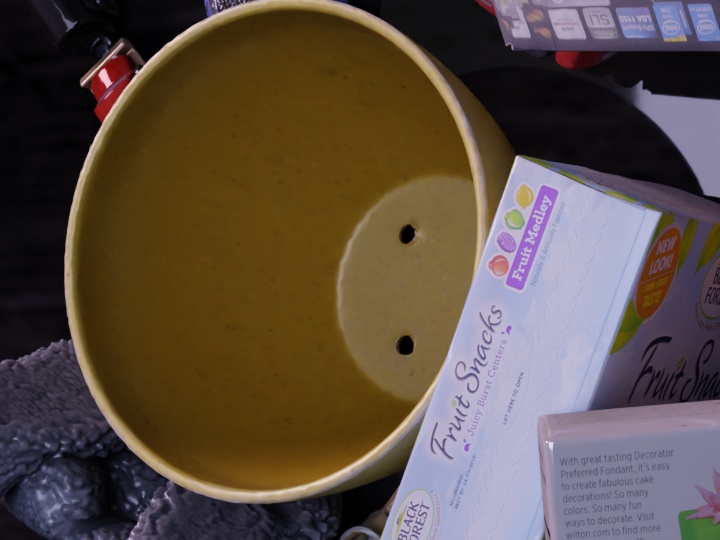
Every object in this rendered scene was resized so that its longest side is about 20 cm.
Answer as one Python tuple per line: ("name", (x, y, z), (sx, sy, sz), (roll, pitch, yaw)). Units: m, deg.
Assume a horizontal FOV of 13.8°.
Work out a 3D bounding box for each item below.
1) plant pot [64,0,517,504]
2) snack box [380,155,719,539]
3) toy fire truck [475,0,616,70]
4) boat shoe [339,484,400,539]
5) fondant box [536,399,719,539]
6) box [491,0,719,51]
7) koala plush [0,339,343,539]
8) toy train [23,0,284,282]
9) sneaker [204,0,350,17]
("plant pot", (0.000, 0.000, 1.229), (0.199, 0.142, 0.201), (-5, 80, 32))
("snack box", (0.092, 0.049, 1.166), (0.067, 0.200, 0.169), (22, 96, 21))
("toy fire truck", (0.046, -0.190, 1.235), (0.200, 0.049, 0.141), (39, 141, 19))
("boat shoe", (0.009, 0.158, 1.270), (0.073, 0.063, 0.200), (31, 99, 21))
("fondant box", (0.142, 0.146, 1.045), (0.144, 0.058, 0.201), (-5, 97, 2))
("box", (0.115, -0.162, 1.107), (0.200, 0.049, 0.162), (6, 125, 46))
("koala plush", (-0.112, 0.148, 1.288), (0.177, 0.184, 0.200), (36, 122, 19))
("toy train", (-0.096, -0.071, 1.331), (0.034, 0.046, 0.200), (-41, 74, 16))
("sneaker", (-0.046, -0.185, 1.298), (0.075, 0.078, 0.201), (-2, 87, 23))
